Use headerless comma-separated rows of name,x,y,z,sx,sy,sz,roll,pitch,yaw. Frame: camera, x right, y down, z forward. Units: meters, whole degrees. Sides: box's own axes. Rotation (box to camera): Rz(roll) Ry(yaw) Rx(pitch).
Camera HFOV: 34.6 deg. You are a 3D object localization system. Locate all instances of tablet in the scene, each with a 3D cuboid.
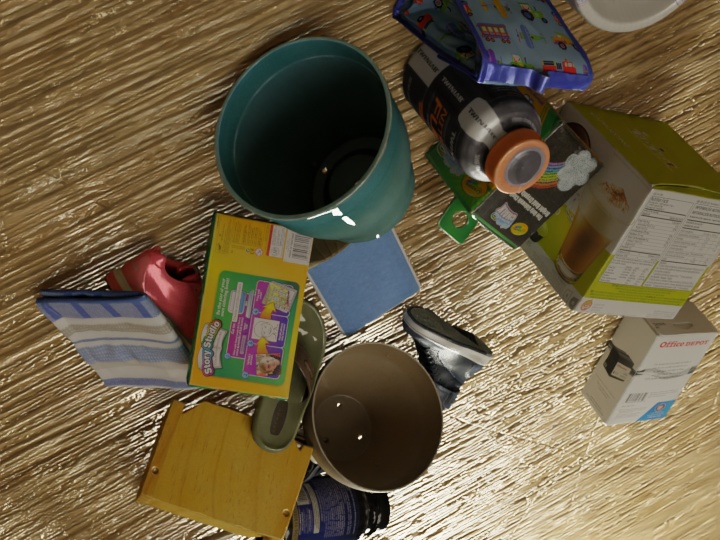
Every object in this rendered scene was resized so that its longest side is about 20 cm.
tablet,0.000,0.000,1.522,0.129,0.014,0.201,-32,140,-3

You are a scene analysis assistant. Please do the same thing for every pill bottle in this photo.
pill bottle,0.134,-0.173,1.299,0.105,0.201,0.107,-17,137,-17
pill bottle,-0.058,0.370,1.764,0.198,0.112,0.113,1,129,-33

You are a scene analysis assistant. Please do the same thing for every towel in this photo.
towel,-0.276,0.084,1.354,0.145,0.024,0.201,0,146,17

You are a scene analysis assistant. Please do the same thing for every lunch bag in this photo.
lunch bag,0.151,-0.254,1.232,0.149,0.201,0.095,1,129,-32

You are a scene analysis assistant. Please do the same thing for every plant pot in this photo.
plant pot,-0.002,0.211,1.615,0.198,0.203,0.134,-7,169,-27
plant pot,-0.030,-0.120,1.263,0.199,0.201,0.188,-38,154,6

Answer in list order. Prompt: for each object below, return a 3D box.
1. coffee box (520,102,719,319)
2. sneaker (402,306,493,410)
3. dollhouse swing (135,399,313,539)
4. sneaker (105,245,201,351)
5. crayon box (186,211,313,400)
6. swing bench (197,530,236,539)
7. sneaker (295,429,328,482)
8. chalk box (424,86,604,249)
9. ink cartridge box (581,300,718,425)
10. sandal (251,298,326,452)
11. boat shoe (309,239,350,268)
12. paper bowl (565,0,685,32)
coffee box,0.345,-0.077,1.528,0.198,0.200,0.199,5,126,-35
sneaker,0.092,0.140,1.667,0.146,0.077,0.202,-47,139,11
dollhouse swing,-0.192,0.275,1.587,0.198,0.176,0.184,20,87,-10
sneaker,-0.210,0.040,1.380,0.087,0.074,0.200,-41,139,7
crayon box,-0.129,0.041,1.340,0.117,0.058,0.203,10,89,-11
swing bench,-0.244,0.504,1.707,0.198,0.200,0.131,-4,132,-29
sneaker,-0.086,0.274,1.682,0.079,0.080,0.199,-48,139,15
chalk box,0.174,-0.122,1.436,0.200,0.124,0.124,-43,139,13
ink cartridge box,0.479,0.152,1.922,0.143,0.084,0.202,-1,130,-31
sandal,-0.088,0.136,1.493,0.079,0.057,0.204,12,85,-12
boat shoe,-0.090,-0.026,1.409,0.199,0.063,0.074,-33,96,-7
paper bowl,0.296,-0.377,1.282,0.198,0.105,0.202,-18,138,-17
